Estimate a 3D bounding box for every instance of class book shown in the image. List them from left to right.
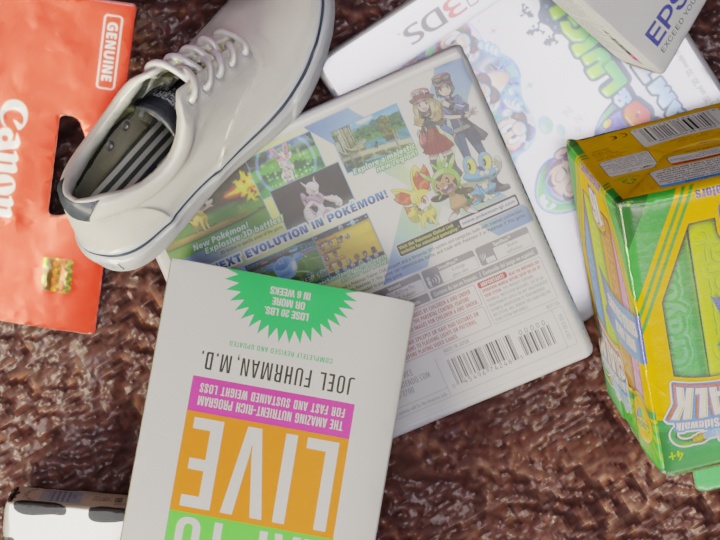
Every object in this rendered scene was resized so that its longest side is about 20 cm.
[{"bbox_3d":[-0.052,0.104,1.480,0.133,0.048,0.201,9,74,-2],"label":"book"}]

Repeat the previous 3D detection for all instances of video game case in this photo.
[{"bbox_3d":[0.000,0.000,1.530,0.199,0.022,0.183,-23,96,9],"label":"video game case"},{"bbox_3d":[0.103,-0.078,1.541,0.182,0.024,0.200,-33,95,1],"label":"video game case"}]

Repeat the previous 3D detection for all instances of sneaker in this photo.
[{"bbox_3d":[-0.083,-0.090,1.487,0.073,0.071,0.200,28,74,24],"label":"sneaker"}]

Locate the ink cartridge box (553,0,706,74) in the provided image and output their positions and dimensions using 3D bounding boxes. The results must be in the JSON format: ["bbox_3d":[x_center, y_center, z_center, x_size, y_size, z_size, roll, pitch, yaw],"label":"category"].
[{"bbox_3d":[0.141,-0.234,1.454,0.200,0.043,0.197,36,83,-42],"label":"ink cartridge box"}]

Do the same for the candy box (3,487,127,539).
[{"bbox_3d":[-0.096,0.195,1.531,0.199,0.061,0.137,5,94,-3],"label":"candy box"}]

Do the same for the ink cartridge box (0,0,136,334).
[{"bbox_3d":[-0.217,-0.057,1.494,0.173,0.044,0.201,9,114,-2],"label":"ink cartridge box"}]

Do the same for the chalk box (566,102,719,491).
[{"bbox_3d":[0.194,0.026,1.487,0.124,0.124,0.201,-14,110,-5],"label":"chalk box"}]
